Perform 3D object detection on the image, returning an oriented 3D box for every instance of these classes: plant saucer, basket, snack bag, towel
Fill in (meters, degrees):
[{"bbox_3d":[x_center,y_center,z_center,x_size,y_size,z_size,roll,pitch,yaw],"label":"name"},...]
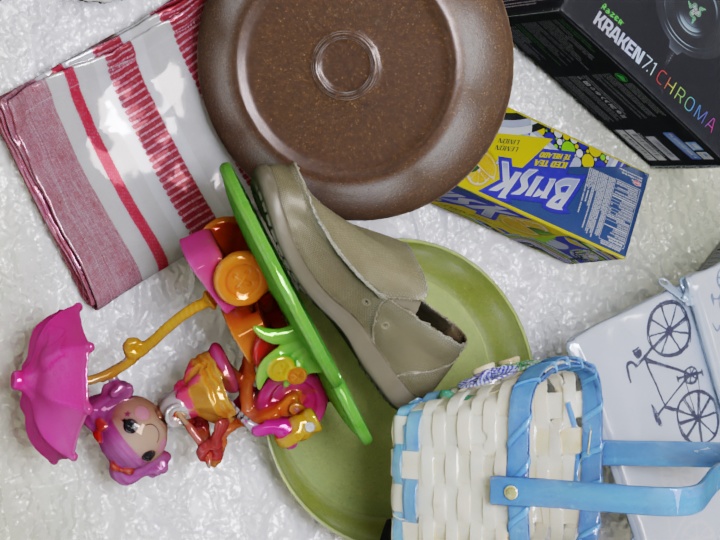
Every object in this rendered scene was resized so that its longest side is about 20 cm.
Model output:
[{"bbox_3d":[-0.007,-0.127,1.498,0.199,0.037,0.202,2,101,10],"label":"plant saucer"},{"bbox_3d":[0.021,0.080,1.594,0.199,0.031,0.202,0,89,-26],"label":"plant saucer"},{"bbox_3d":[0.125,0.123,1.499,0.198,0.176,0.140,5,94,18],"label":"basket"},{"bbox_3d":[0.240,0.090,1.620,0.199,0.021,0.190,-23,99,-22],"label":"snack bag"},{"bbox_3d":[-0.118,-0.086,1.535,0.199,0.023,0.145,-32,103,-23],"label":"towel"}]

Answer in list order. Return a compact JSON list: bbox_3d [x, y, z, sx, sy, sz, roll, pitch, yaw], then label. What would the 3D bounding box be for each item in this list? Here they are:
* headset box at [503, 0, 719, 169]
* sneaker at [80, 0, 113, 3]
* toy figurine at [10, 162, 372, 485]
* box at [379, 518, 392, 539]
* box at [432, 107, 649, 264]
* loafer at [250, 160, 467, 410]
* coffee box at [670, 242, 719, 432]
[{"bbox_3d":[0.213,-0.199,1.655,0.174,0.093,0.201,40,72,-25],"label":"headset box"},{"bbox_3d":[-0.096,-0.224,1.511,0.199,0.079,0.074,-25,82,-26],"label":"sneaker"},{"bbox_3d":[-0.114,0.064,1.481,0.183,0.150,0.201,-28,118,0],"label":"toy figurine"},{"bbox_3d":[0.107,0.258,1.553,0.199,0.148,0.125,15,101,-25],"label":"box"},{"bbox_3d":[0.086,-0.068,1.602,0.199,0.070,0.065,23,76,-27],"label":"box"},{"bbox_3d":[0.000,0.000,1.508,0.067,0.076,0.200,-33,127,3],"label":"loafer"},{"bbox_3d":[0.287,0.036,1.698,0.113,0.080,0.200,47,71,-17],"label":"coffee box"}]
